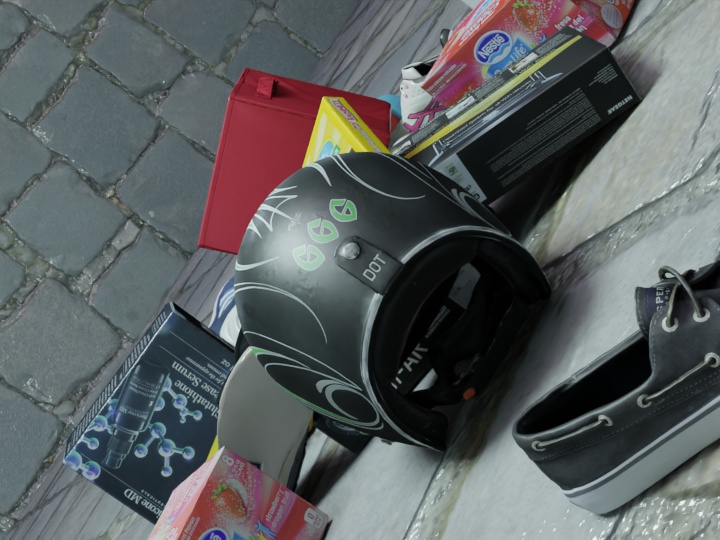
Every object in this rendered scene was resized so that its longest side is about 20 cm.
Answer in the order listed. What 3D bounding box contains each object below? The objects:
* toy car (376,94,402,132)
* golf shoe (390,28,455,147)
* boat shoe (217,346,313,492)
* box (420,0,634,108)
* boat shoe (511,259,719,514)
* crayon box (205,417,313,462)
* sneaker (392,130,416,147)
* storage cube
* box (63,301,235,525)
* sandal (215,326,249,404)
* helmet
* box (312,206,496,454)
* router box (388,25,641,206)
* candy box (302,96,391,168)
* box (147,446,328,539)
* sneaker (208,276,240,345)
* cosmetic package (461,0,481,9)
[{"bbox_3d":[-0.059,-0.173,1.717,0.177,0.200,0.184,-46,14,36],"label":"toy car"},{"bbox_3d":[0.078,-0.198,1.514,0.200,0.092,0.073,-45,15,42],"label":"golf shoe"},{"bbox_3d":[-0.078,0.130,1.073,0.093,0.075,0.200,-76,1,-71],"label":"boat shoe"},{"bbox_3d":[0.157,-0.220,1.238,0.200,0.095,0.100,-39,17,52],"label":"box"},{"bbox_3d":[0.144,0.032,0.596,0.200,0.066,0.070,-46,13,36],"label":"boat shoe"},{"bbox_3d":[-0.088,0.137,1.282,0.127,0.051,0.200,-48,12,29],"label":"crayon box"},{"bbox_3d":[0.057,-0.082,1.301,0.109,0.070,0.200,-57,14,-28],"label":"sneaker"},{"bbox_3d":[-0.071,-0.110,1.505,0.171,0.180,0.200,-87,10,-71],"label":"storage cube"},{"bbox_3d":[-0.204,0.158,1.446,0.200,0.148,0.107,-54,11,-2],"label":"box"},{"bbox_3d":[-0.098,0.065,1.258,0.200,0.048,0.075,-50,13,40],"label":"sandal"},{"bbox_3d":[0.010,0.014,0.901,0.200,0.200,0.191,-55,40,-6],"label":"helmet"},{"bbox_3d":[0.039,0.034,1.088,0.200,0.044,0.160,-51,12,15],"label":"box"},{"bbox_3d":[0.112,-0.112,1.069,0.200,0.052,0.157,-34,15,8],"label":"router box"},{"bbox_3d":[-0.029,-0.029,1.083,0.102,0.026,0.200,56,136,48],"label":"candy box"},{"bbox_3d":[-0.116,0.241,0.948,0.095,0.103,0.200,-43,16,44],"label":"box"},{"bbox_3d":[-0.126,0.047,1.678,0.146,0.081,0.200,-33,18,39],"label":"sneaker"},{"bbox_3d":[0.207,-0.391,1.481,0.200,0.123,0.199,-44,14,35],"label":"cosmetic package"}]
